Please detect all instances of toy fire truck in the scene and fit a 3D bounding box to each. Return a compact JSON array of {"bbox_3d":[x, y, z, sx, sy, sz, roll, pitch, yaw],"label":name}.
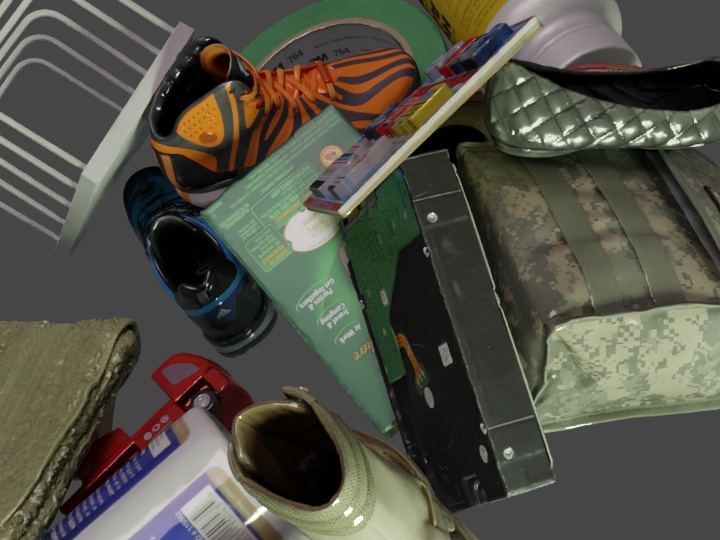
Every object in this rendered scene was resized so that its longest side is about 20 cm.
[{"bbox_3d":[-0.185,0.124,1.042,0.200,0.049,0.141,-45,48,-10],"label":"toy fire truck"}]

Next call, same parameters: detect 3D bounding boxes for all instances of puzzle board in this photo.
[{"bbox_3d":[0.027,-0.091,0.885,0.151,0.017,0.200,-44,7,-3],"label":"puzzle board"}]

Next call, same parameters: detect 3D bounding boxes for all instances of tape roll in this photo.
[{"bbox_3d":[-0.020,-0.122,1.136,0.200,0.048,0.201,-13,53,18],"label":"tape roll"}]

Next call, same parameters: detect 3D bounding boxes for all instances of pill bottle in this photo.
[{"bbox_3d":[-0.138,0.192,0.925,0.200,0.120,0.120,-40,50,-5],"label":"pill bottle"},{"bbox_3d":[0.120,-0.185,1.070,0.111,0.111,0.200,-32,49,2],"label":"pill bottle"}]

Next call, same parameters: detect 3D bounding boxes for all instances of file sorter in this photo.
[{"bbox_3d":[-0.227,-0.123,1.119,0.124,0.200,0.139,32,69,-6],"label":"file sorter"}]

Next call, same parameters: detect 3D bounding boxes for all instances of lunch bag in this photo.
[{"bbox_3d":[0.169,-0.001,0.899,0.200,0.118,0.164,-6,47,-16],"label":"lunch bag"}]

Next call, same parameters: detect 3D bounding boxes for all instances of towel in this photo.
[{"bbox_3d":[-0.242,0.115,1.016,0.148,0.037,0.200,-2,49,31],"label":"towel"}]

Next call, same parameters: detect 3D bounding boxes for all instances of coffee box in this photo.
[{"bbox_3d":[0.000,0.000,0.991,0.123,0.044,0.200,-41,76,-5],"label":"coffee box"}]

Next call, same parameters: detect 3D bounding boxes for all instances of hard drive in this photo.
[{"bbox_3d":[0.047,0.042,0.882,0.038,0.140,0.200,-15,80,-20],"label":"hard drive"}]

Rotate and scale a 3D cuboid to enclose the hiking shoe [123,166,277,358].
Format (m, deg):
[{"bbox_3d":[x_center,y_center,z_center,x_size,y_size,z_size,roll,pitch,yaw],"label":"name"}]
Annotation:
[{"bbox_3d":[-0.128,-0.027,1.095,0.074,0.087,0.200,-38,49,-3],"label":"hiking shoe"}]

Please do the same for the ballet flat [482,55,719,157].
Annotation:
[{"bbox_3d":[0.171,-0.106,0.883,0.200,0.057,0.066,-8,33,-12],"label":"ballet flat"}]

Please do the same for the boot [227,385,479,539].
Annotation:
[{"bbox_3d":[-0.021,0.115,0.848,0.072,0.155,0.200,-50,38,-3],"label":"boot"}]

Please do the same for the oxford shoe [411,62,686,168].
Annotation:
[{"bbox_3d":[0.114,-0.084,0.963,0.200,0.071,0.075,-9,25,23],"label":"oxford shoe"}]

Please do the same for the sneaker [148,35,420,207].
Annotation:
[{"bbox_3d":[-0.056,-0.123,1.044,0.200,0.112,0.078,-27,51,-3],"label":"sneaker"}]
